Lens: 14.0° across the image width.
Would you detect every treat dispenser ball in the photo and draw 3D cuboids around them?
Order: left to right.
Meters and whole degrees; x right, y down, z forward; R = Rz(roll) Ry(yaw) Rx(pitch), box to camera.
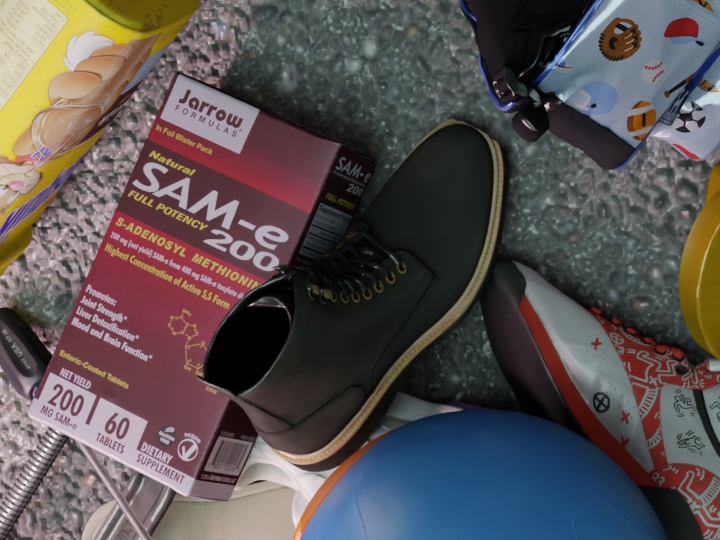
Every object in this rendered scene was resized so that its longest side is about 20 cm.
[{"bbox_3d":[0.058,0.169,1.435,0.199,0.201,0.202,5,107,16],"label":"treat dispenser ball"}]

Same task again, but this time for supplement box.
[{"bbox_3d":[-0.084,0.009,1.551,0.108,0.061,0.201,24,91,22],"label":"supplement box"}]

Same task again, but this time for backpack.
[{"bbox_3d":[0.143,-0.161,1.411,0.153,0.200,0.191,20,117,-25],"label":"backpack"}]

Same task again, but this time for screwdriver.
[{"bbox_3d":[-0.151,0.091,1.608,0.200,0.029,0.028,47,145,30],"label":"screwdriver"}]

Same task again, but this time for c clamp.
[{"bbox_3d":[-0.180,0.134,1.639,0.200,0.027,0.171,-53,44,12],"label":"c clamp"}]

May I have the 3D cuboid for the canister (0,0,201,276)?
[{"bbox_3d":[-0.182,-0.085,1.550,0.086,0.149,0.200,41,111,3],"label":"canister"}]

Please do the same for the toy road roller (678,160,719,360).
[{"bbox_3d":[0.253,-0.001,1.472,0.199,0.146,0.124,-1,109,-22],"label":"toy road roller"}]

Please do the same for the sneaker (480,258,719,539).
[{"bbox_3d":[0.152,0.062,1.537,0.202,0.107,0.067,56,158,28],"label":"sneaker"}]

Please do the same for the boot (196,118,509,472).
[{"bbox_3d":[0.000,0.000,1.490,0.077,0.138,0.201,24,82,24],"label":"boot"}]

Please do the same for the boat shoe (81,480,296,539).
[{"bbox_3d":[-0.053,0.158,1.627,0.199,0.060,0.072,-4,64,14],"label":"boat shoe"}]

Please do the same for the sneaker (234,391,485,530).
[{"bbox_3d":[0.020,0.112,1.569,0.199,0.075,0.100,18,73,19],"label":"sneaker"}]
